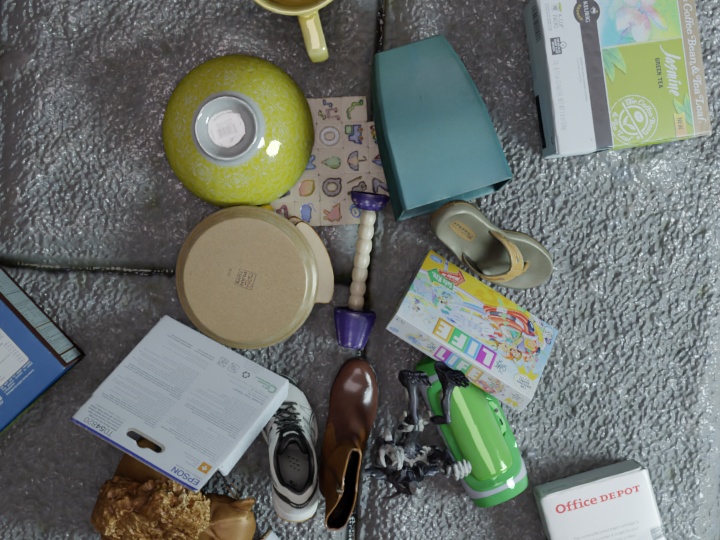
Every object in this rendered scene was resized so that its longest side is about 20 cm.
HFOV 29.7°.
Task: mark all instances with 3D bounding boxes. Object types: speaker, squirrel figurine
[{"bbox_3d":[0.143,0.199,1.751,0.088,0.088,0.201,-24,92,1],"label":"speaker"},{"bbox_3d":[-0.228,0.307,1.695,0.186,0.200,0.142,19,88,7],"label":"squirrel figurine"}]

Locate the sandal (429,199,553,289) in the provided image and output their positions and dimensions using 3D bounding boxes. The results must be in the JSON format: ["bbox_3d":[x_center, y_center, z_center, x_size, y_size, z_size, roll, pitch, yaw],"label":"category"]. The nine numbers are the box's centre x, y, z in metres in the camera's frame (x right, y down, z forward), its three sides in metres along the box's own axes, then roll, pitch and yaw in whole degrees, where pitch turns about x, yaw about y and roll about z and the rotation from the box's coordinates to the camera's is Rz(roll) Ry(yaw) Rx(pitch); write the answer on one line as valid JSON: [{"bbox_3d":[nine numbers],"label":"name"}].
[{"bbox_3d":[0.168,-0.022,1.720,0.200,0.054,0.080,31,114,-35],"label":"sandal"}]

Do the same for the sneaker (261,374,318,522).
[{"bbox_3d":[-0.084,0.211,1.714,0.075,0.088,0.201,-8,60,-10],"label":"sneaker"}]

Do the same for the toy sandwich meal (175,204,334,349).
[{"bbox_3d":[-0.138,0.004,1.752,0.204,0.070,0.206,1,99,4],"label":"toy sandwich meal"}]

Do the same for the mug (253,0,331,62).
[{"bbox_3d":[-0.086,-0.366,1.689,0.149,0.153,0.187,18,93,-2],"label":"mug"}]

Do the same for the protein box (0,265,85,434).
[{"bbox_3d":[-0.497,0.109,1.715,0.198,0.135,0.200,-43,92,2],"label":"protein box"}]

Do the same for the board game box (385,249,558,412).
[{"bbox_3d":[0.144,0.075,1.727,0.200,0.135,0.034,32,135,-2],"label":"board game box"}]

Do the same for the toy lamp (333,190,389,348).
[{"bbox_3d":[0.000,0.000,1.751,0.058,0.058,0.201,6,96,-1],"label":"toy lamp"}]

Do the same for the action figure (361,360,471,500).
[{"bbox_3d":[0.071,0.218,1.683,0.118,0.102,0.201,3,114,-18],"label":"action figure"}]

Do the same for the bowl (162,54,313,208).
[{"bbox_3d":[-0.162,-0.177,1.714,0.199,0.108,0.201,0,93,4],"label":"bowl"}]

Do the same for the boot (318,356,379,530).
[{"bbox_3d":[-0.019,0.209,1.691,0.068,0.200,0.189,20,92,-1],"label":"boot"}]

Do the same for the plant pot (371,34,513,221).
[{"bbox_3d":[0.087,-0.182,1.708,0.141,0.141,0.201,-17,87,-3],"label":"plant pot"}]

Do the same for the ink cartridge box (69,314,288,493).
[{"bbox_3d":[-0.222,0.170,1.685,0.199,0.041,0.200,27,52,19],"label":"ink cartridge box"}]

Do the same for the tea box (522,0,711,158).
[{"bbox_3d":[0.319,-0.253,1.707,0.196,0.134,0.201,-9,93,-1],"label":"tea box"}]

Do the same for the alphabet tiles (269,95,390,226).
[{"bbox_3d":[-0.055,-0.141,1.773,0.199,0.006,0.167,-3,93,-1],"label":"alphabet tiles"}]

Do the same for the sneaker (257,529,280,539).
[{"bbox_3d":[-0.143,0.447,1.767,0.108,0.070,0.200,40,89,0],"label":"sneaker"}]

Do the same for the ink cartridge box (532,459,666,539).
[{"bbox_3d":[0.320,0.360,1.759,0.146,0.084,0.201,-15,92,0],"label":"ink cartridge box"}]
